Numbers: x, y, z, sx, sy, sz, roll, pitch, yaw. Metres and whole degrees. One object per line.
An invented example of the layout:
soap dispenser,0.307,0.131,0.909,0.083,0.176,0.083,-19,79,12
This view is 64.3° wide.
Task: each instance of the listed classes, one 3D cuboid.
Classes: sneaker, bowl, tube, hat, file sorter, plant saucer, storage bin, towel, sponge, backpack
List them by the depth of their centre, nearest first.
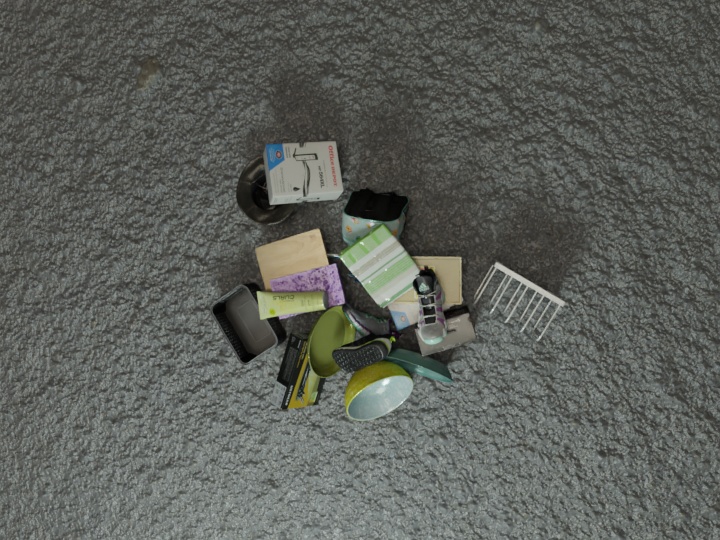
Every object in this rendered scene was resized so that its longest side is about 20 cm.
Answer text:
sneaker,0.161,0.070,1.400,0.076,0.202,0.141,-14,127,13
towel,0.057,-0.012,1.466,0.148,0.031,0.201,-34,117,12
file sorter,0.409,0.076,1.505,0.198,0.139,0.126,30,99,7
backpack,0.034,-0.123,1.524,0.172,0.200,0.156,11,111,7
sneaker,0.013,0.214,1.530,0.198,0.083,0.073,-16,108,38
plant saucer,0.157,0.250,1.530,0.197,0.200,0.037,19,77,8
tube,-0.186,0.089,1.549,0.196,0.052,0.059,-4,55,14
bowl,0.036,0.308,1.572,0.199,0.200,0.109,-35,52,9
plant saucer,-0.085,0.192,1.574,0.031,0.199,0.204,13,95,35
sponge,-0.145,0.057,1.577,0.196,0.030,0.114,-14,91,9
sneaker,0.033,0.142,1.584,0.088,0.074,0.200,-44,117,-3
hat,-0.258,-0.221,1.628,0.196,0.081,0.205,0,80,-2
storage bin,-0.321,0.151,1.648,0.134,0.094,0.202,-32,87,9

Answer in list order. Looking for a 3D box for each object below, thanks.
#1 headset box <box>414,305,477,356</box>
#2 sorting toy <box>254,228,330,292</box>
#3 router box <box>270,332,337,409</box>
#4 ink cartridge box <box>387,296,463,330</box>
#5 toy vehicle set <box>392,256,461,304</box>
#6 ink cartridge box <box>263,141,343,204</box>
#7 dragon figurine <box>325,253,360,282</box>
headset box,0.225,0.157,1.505,0.146,0.200,0.076,-18,90,10
sorting toy,-0.175,0.005,1.629,0.196,0.070,0.203,-16,90,9
router box,-0.156,0.277,1.592,0.052,0.156,0.204,21,97,35
ink cartridge box,0.173,0.070,1.576,0.197,0.067,0.118,-24,88,10
toy vehicle set,0.171,0.026,1.528,0.196,0.026,0.127,1,91,10
ink cartridge box,-0.156,-0.267,1.560,0.196,0.084,0.149,-8,83,-17
dragon figurine,0.000,0.000,1.555,0.197,0.059,0.101,1,108,-28
